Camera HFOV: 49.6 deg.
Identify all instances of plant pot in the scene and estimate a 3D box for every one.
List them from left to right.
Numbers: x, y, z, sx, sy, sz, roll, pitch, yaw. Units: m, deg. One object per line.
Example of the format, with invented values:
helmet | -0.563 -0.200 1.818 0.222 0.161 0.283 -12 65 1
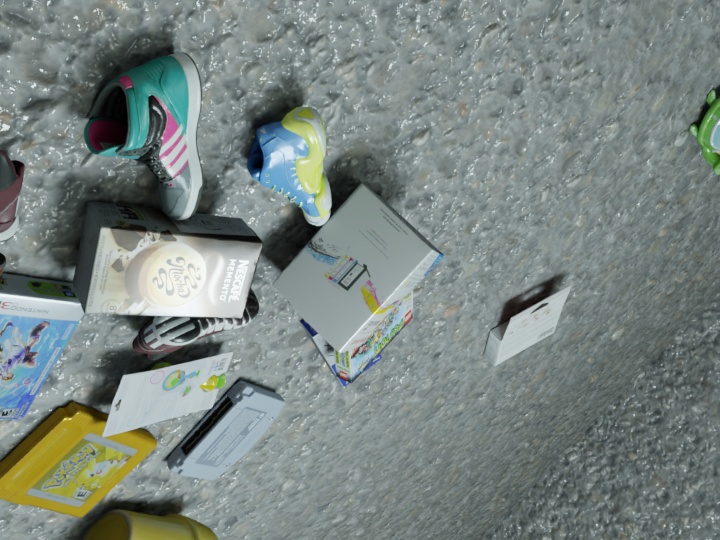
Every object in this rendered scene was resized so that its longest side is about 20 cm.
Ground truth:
plant pot | -0.371 0.502 1.331 0.201 0.201 0.189 -45 130 1

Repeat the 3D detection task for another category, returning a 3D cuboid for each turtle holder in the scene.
turtle holder | 0.813 -0.305 1.715 0.141 0.132 0.186 3 124 -48

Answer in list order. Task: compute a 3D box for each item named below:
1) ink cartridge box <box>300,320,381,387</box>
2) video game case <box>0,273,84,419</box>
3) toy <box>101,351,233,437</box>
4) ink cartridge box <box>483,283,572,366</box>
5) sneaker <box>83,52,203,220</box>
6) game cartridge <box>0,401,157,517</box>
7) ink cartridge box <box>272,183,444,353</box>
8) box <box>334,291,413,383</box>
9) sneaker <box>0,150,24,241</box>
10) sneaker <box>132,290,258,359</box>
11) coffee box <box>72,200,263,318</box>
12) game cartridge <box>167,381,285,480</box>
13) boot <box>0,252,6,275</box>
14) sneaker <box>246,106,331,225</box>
ink cartridge box | -0.030 0.125 1.387 0.094 0.044 0.200 -36 145 -9
video game case | -0.450 0.093 0.924 0.181 0.045 0.200 13 117 -50
toy | -0.293 0.173 1.170 0.200 0.047 0.115 -4 127 -48
ink cartridge box | 0.387 0.116 1.805 0.200 0.045 0.176 -24 142 -27
sneaker | -0.239 -0.133 0.859 0.121 0.084 0.200 -22 133 -36
game cartridge | -0.428 0.288 1.167 0.176 0.032 0.200 -44 147 0
ink cartridge box | 0.000 0.000 1.160 0.200 0.145 0.147 -47 170 7
box | 0.025 0.090 1.343 0.200 0.035 0.110 -43 142 -40
sneaker | -0.417 -0.090 0.748 0.200 0.076 0.116 -6 126 -56
sneaker | -0.241 0.070 1.096 0.115 0.076 0.200 -28 174 31
coffee box | -0.234 -0.009 0.954 0.200 0.080 0.113 4 114 -33
game cartridge | -0.229 0.282 1.363 0.200 0.040 0.133 -47 142 5
boot | -0.423 0.078 0.806 0.186 0.064 0.200 -3 114 13
sneaker | -0.098 -0.130 1.040 0.105 0.076 0.200 -14 140 -9
